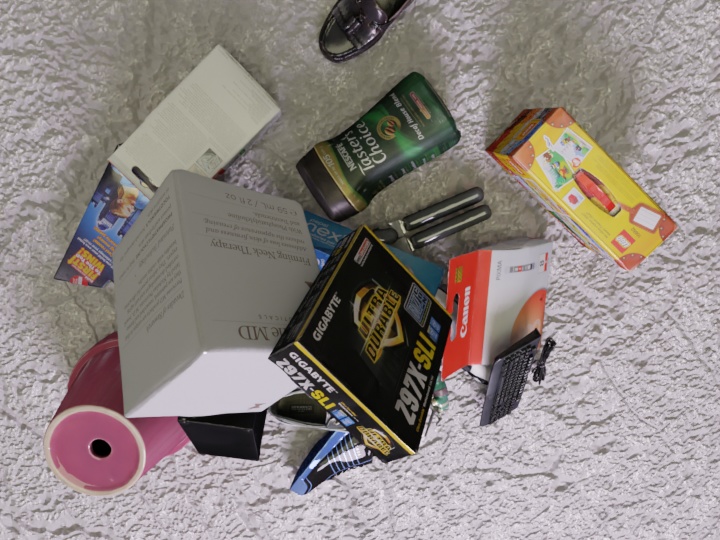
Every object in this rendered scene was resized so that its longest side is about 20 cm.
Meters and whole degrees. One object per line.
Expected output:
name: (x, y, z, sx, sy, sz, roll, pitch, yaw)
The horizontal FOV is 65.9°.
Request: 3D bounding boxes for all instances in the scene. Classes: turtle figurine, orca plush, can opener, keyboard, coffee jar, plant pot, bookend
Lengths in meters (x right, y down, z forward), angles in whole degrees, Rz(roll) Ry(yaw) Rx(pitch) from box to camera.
turtle figurine: (0.059, 0.130, 0.727, 0.149, 0.200, 0.101, 27, 96, -13)
orca plush: (0.121, 0.095, 0.790, 0.200, 0.105, 0.071, 37, 137, -20)
can opener: (0.079, -0.054, 0.753, 0.199, 0.066, 0.053, -22, 91, 7)
keyboard: (0.223, 0.146, 0.769, 0.127, 0.021, 0.200, -31, 145, -18)
coffee jar: (0.020, -0.152, 0.710, 0.200, 0.085, 0.104, -35, 85, 9)
plant pot: (-0.325, 0.199, 0.764, 0.199, 0.179, 0.201, 0, 105, 1)
bookend: (-0.171, 0.143, 0.780, 0.092, 0.199, 0.201, 9, 61, -3)

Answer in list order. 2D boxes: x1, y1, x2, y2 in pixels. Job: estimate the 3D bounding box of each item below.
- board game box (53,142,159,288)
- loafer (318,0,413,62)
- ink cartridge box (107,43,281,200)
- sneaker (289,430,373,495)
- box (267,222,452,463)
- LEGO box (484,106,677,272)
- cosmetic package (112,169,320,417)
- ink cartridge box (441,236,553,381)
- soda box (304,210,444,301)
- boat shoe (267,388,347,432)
board game box: (-0.304, -0.031, 0.759, 0.200, 0.062, 0.200, -44, 102, 9)
loafer: (0.027, -0.335, 0.676, 0.200, 0.063, 0.072, -38, 102, 10)
ink cartridge box: (-0.208, -0.174, 0.712, 0.200, 0.050, 0.109, -45, 101, 1)
sneaker: (-0.024, 0.277, 0.840, 0.078, 0.070, 0.200, 39, 101, -2)
box: (0.013, 0.067, 0.573, 0.049, 0.200, 0.160, -32, 109, 36)
LEGO box: (0.266, -0.107, 0.693, 0.200, 0.149, 0.077, 41, 101, -10)
cosmetic package: (-0.151, 0.034, 0.601, 0.167, 0.201, 0.166, 10, 143, -44)
ink cartridge box: (0.182, 0.047, 0.723, 0.050, 0.200, 0.163, 14, 109, 38)
soda box: (0.000, 0.000, 0.708, 0.199, 0.068, 0.064, 22, 130, 8)
boat shoe: (-0.035, 0.196, 0.776, 0.199, 0.071, 0.072, -9, 77, 14)
